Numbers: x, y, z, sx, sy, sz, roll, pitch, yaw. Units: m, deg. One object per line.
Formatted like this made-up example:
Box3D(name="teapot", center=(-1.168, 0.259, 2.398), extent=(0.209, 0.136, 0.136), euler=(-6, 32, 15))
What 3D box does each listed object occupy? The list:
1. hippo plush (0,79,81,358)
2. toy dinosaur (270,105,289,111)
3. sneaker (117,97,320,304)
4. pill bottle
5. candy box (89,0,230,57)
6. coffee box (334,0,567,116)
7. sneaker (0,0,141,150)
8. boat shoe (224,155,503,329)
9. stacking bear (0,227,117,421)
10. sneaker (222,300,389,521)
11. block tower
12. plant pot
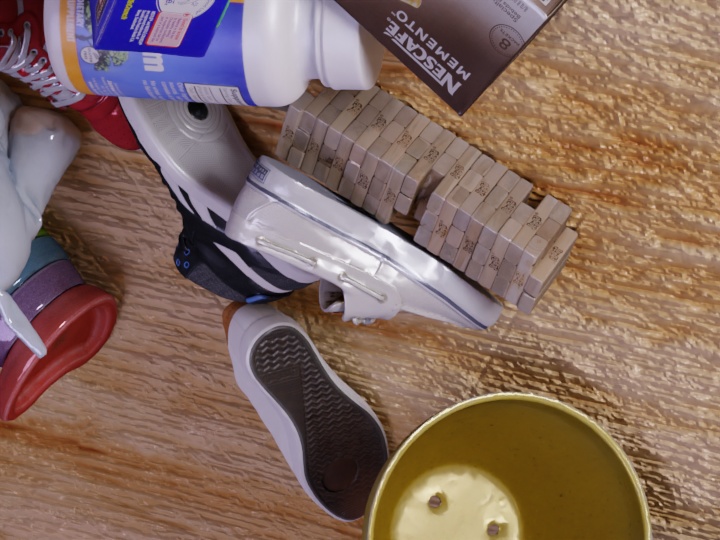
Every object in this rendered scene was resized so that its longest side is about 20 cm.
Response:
Box3D(name="hippo plush", center=(-0.303, -0.060, 1.809), extent=(0.159, 0.201, 0.161), euler=(7, 169, 19))
Box3D(name="toy dinosaur", center=(-0.116, -0.164, 1.706), extent=(0.088, 0.048, 0.200), euler=(-22, 113, 41))
Box3D(name="sneaker", center=(-0.117, -0.051, 1.787), extent=(0.200, 0.073, 0.112), euler=(47, 140, -9))
Box3D(name="pill bottle", center=(-0.088, -0.161, 1.606), extent=(0.199, 0.112, 0.112), euler=(4, 131, 13))
Box3D(name="candy box", center=(-0.110, -0.254, 1.498), extent=(0.077, 0.201, 0.169), euler=(3, 148, -21))
Box3D(name="coffee box", center=(0.030, -0.206, 1.513), extent=(0.200, 0.080, 0.114), euler=(43, 142, -1))
Box3D(name="sneaker", center=(-0.225, -0.145, 1.758), extent=(0.071, 0.113, 0.200), euler=(-14, 116, 47))
Box3D(name="boat shoe", center=(0.000, 0.000, 1.688), extent=(0.199, 0.070, 0.071), euler=(29, -172, -24))
Box3D(name="stacking bear", center=(-0.293, -0.005, 1.958), extent=(0.200, 0.121, 0.114), euler=(42, 144, 12))
Box3D(name="sneaker", center=(-0.041, 0.095, 1.882), extent=(0.085, 0.073, 0.200), euler=(42, 162, 54))
Box3D(name="block tower", center=(0.044, -0.055, 1.663), extent=(0.200, 0.058, 0.054), euler=(32, 141, 10))
Box3D(name="plant pot", center=(0.085, 0.185, 1.771), extent=(0.200, 0.200, 0.142), euler=(47, 168, -7))
